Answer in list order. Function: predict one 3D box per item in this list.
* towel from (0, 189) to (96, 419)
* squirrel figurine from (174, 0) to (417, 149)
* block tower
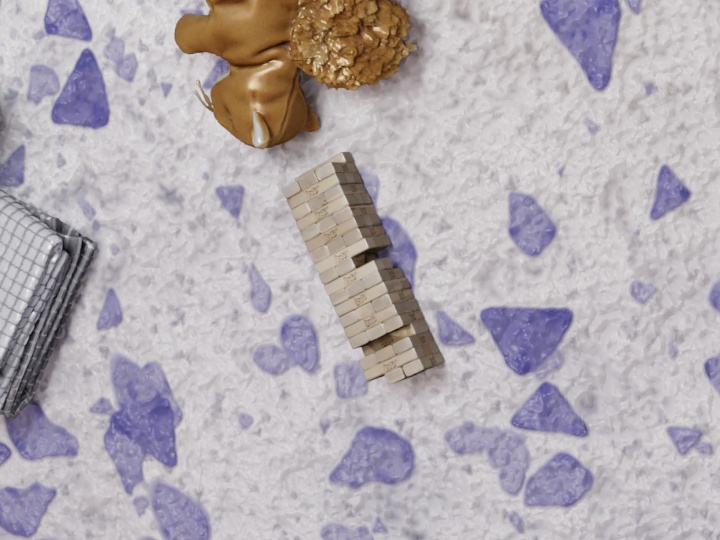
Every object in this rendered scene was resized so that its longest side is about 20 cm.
[{"bbox_3d":[-0.354,0.019,1.453,0.166,0.086,0.200,30,100,26],"label":"towel"},{"bbox_3d":[-0.061,-0.195,1.286,0.200,0.142,0.187,1,101,25],"label":"squirrel figurine"},{"bbox_3d":[0.000,0.000,1.318,0.054,0.058,0.200,-27,83,22],"label":"block tower"}]
